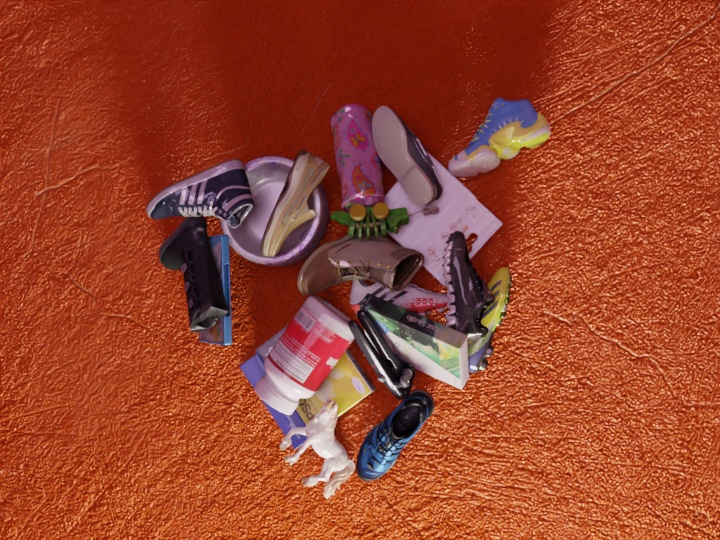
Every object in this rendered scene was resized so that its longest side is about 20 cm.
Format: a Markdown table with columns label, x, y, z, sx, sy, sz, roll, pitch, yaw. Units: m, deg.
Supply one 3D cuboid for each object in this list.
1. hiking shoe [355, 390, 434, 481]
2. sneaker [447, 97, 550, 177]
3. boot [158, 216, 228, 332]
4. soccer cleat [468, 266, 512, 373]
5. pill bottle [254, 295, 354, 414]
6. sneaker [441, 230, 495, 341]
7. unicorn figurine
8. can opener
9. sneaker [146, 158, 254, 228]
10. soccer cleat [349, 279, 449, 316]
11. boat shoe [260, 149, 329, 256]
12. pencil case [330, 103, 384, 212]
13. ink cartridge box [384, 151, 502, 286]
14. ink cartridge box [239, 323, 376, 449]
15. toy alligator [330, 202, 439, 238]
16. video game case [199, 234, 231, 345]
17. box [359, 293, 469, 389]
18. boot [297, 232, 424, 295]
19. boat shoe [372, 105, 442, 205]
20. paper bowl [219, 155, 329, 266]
| label | x | y | z | sx | sy | sz | roll | pitch | yaw |
| --- | --- | --- | --- | --- | --- | --- | --- | --- | --- |
| hiking shoe | 0.053 | 0.299 | 1.568 | 0.074 | 0.087 | 0.201 | 37 | 94 | 12 |
| sneaker | 0.240 | -0.248 | 1.577 | 0.198 | 0.076 | 0.106 | -22 | 71 | -1 |
| boot | -0.316 | 0.024 | 1.624 | 0.165 | 0.065 | 0.202 | -47 | 55 | 47 |
| soccer cleat | 0.216 | 0.084 | 1.558 | 0.083 | 0.065 | 0.202 | 19 | 91 | 13 |
| pill bottle | -0.102 | 0.154 | 1.558 | 0.112 | 0.112 | 0.201 | 36 | 94 | 12 |
| sneaker | 0.193 | 0.030 | 1.518 | 0.090 | 0.066 | 0.202 | -2 | 85 | 20 |
| unicorn figurine | -0.074 | 0.316 | 1.579 | 0.137 | 0.201 | 0.074 | -34 | 36 | -4 |
| can opener | 0.034 | 0.154 | 1.535 | 0.078 | 0.201 | 0.064 | -4 | 44 | 36 |
| sneaker | -0.287 | -0.114 | 1.569 | 0.199 | 0.070 | 0.109 | -26 | 77 | 4 |
| soccer cleat | 0.075 | 0.042 | 1.593 | 0.198 | 0.069 | 0.086 | -3 | 90 | 17 |
| boat shoe | -0.113 | -0.111 | 1.542 | 0.076 | 0.072 | 0.202 | 23 | 93 | -4 |
| pencil case | -0.007 | -0.206 | 1.599 | 0.087 | 0.087 | 0.202 | -13 | 69 | 11 |
| ink cartridge box | 0.139 | -0.095 | 1.600 | 0.200 | 0.050 | 0.161 | 44 | 96 | 8 |
| ink cartridge box | -0.106 | 0.203 | 1.633 | 0.199 | 0.047 | 0.198 | -37 | 80 | 5 |
| toy alligator | 0.045 | -0.085 | 1.555 | 0.198 | 0.059 | 0.055 | -2 | 64 | 1 |
| video game case | -0.279 | 0.037 | 1.638 | 0.018 | 0.143 | 0.202 | -1 | 90 | -29 |
| box | 0.097 | 0.126 | 1.529 | 0.199 | 0.145 | 0.036 | 21 | 60 | 22 |
| boot | 0.000 | 0.000 | 1.541 | 0.199 | 0.073 | 0.154 | -34 | 42 | -28 |
| boat shoe | 0.086 | -0.209 | 1.570 | 0.073 | 0.062 | 0.201 | -38 | 74 | 38 |
| paper bowl | -0.157 | -0.108 | 1.633 | 0.198 | 0.104 | 0.203 | -1 | 85 | 12 |
